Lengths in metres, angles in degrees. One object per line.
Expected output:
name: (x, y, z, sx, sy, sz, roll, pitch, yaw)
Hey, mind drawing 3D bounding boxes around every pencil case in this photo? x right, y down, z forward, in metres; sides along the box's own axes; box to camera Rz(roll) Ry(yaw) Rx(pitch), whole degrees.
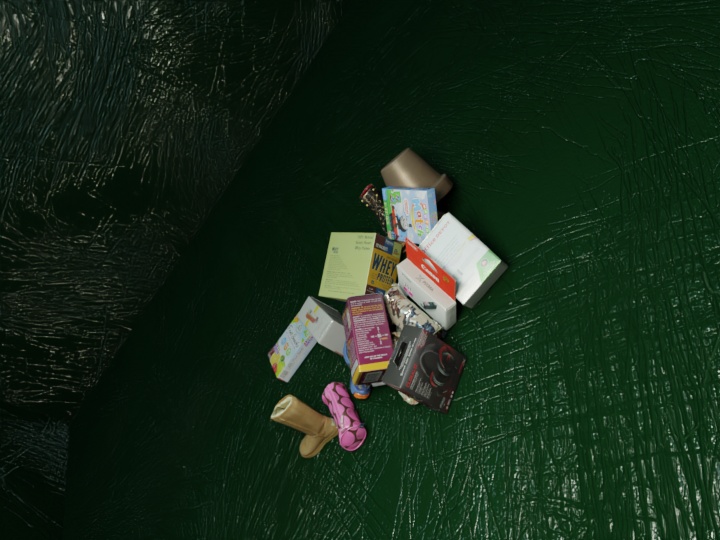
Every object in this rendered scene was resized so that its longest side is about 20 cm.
pencil case: (0.136, 0.125, 1.515, 0.200, 0.077, 0.090, 44, 108, 29)
pencil case: (-0.050, 0.398, 1.588, 0.091, 0.093, 0.200, -50, 33, 8)

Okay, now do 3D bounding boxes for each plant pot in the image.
plant pot: (0.155, -0.267, 1.721, 0.199, 0.176, 0.200, -37, 9, 7)

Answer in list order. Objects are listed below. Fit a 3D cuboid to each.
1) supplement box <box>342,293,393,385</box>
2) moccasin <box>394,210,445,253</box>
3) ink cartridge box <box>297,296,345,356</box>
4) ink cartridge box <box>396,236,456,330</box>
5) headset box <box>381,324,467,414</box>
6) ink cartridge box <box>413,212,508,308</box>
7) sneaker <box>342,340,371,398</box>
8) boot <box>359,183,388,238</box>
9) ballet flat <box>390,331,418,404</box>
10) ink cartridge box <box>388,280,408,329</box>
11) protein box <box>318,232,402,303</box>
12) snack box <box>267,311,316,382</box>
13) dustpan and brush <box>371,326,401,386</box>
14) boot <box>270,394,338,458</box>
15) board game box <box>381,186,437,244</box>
supplement box: (0.020, 0.182, 1.497, 0.132, 0.100, 0.205, 107, 155, -65)
moccasin: (0.181, -0.116, 1.722, 0.200, 0.073, 0.079, -31, 62, 35)
ink cartridge box: (-0.094, 0.178, 1.779, 0.084, 0.144, 0.200, -56, 33, 3)
ink cartridge box: (0.169, 0.035, 1.475, 0.043, 0.175, 0.200, -33, 53, -17)
headset box: (0.149, 0.233, 1.363, 0.074, 0.199, 0.151, 5, 66, 53)
ink cartridge box: (0.256, -0.027, 1.469, 0.146, 0.087, 0.200, -50, 62, 11)
sneaker: (0.002, 0.263, 1.633, 0.079, 0.074, 0.203, 119, 146, -41)
boot: (0.065, -0.191, 1.819, 0.073, 0.151, 0.201, -39, 15, 21)
ballet flat: (0.105, 0.249, 1.478, 0.075, 0.064, 0.203, -28, 55, 16)
ink cartridge box: (0.099, 0.101, 1.637, 0.203, 0.044, 0.094, -63, -5, -6)
protein box: (0.000, 0.000, 1.747, 0.196, 0.133, 0.205, 4, 79, 43)
snack box: (-0.233, 0.263, 1.973, 0.201, 0.053, 0.142, -53, 34, 7)
dustpan and brush: (0.100, 0.220, 1.578, 0.137, 0.057, 0.205, -15, 60, 30)
boot: (-0.175, 0.443, 1.618, 0.175, 0.199, 0.067, -45, 35, 17)
board game box: (0.142, -0.158, 1.618, 0.198, 0.036, 0.155, 13, 116, 53)
